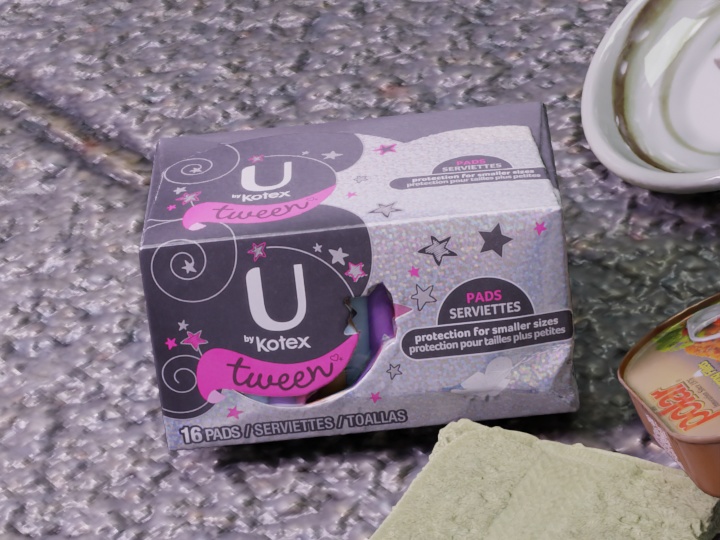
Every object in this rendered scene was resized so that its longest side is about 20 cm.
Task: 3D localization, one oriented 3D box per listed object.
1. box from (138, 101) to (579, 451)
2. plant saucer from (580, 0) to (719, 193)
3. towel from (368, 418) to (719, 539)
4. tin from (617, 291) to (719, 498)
[{"bbox_3d":[0.000,0.000,1.241,0.198,0.115,0.132,-6,26,3],"label":"box"},{"bbox_3d":[0.217,-0.109,1.395,0.199,0.050,0.201,-24,40,22],"label":"plant saucer"},{"bbox_3d":[0.069,0.139,1.115,0.147,0.037,0.200,10,37,22],"label":"towel"},{"bbox_3d":[0.181,0.050,1.156,0.111,0.042,0.200,-23,13,-1],"label":"tin"}]
